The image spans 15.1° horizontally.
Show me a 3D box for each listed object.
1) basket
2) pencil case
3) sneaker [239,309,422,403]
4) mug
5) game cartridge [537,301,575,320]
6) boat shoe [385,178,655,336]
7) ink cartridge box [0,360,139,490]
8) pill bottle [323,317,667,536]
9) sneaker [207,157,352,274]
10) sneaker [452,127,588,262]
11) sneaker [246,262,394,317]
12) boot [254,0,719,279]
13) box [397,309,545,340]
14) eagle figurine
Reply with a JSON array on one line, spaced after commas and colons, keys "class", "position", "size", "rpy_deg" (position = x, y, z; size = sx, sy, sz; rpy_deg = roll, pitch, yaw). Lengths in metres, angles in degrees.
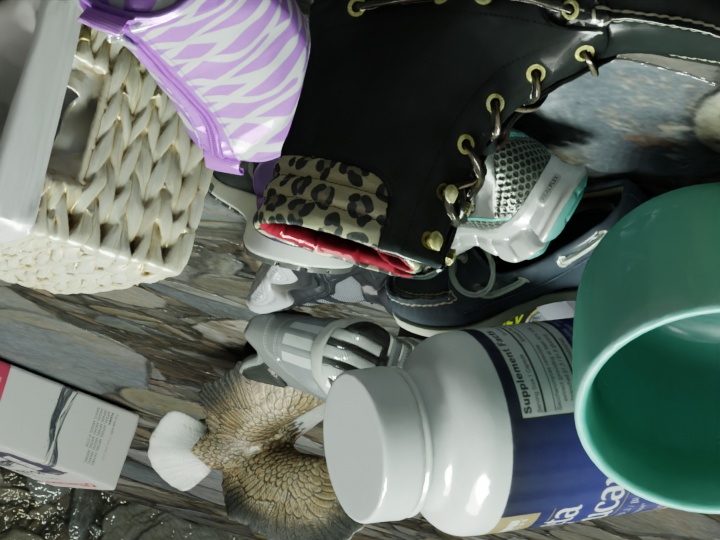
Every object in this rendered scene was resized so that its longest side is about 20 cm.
[{"class": "basket", "position": [-0.168, -0.062, 1.485], "size": [0.123, 0.136, 0.200], "rpy_deg": [20, 168, -24]}, {"class": "pencil case", "position": [-0.074, -0.114, 1.254], "size": [0.083, 0.086, 0.200], "rpy_deg": [11, 167, 19]}, {"class": "sneaker", "position": [-0.015, 0.063, 1.789], "size": [0.115, 0.075, 0.200], "rpy_deg": [15, 167, 28]}, {"class": "mug", "position": [0.200, 0.030, 1.376], "size": [0.184, 0.115, 0.153], "rpy_deg": [-4, 133, 7]}, {"class": "game cartridge", "position": [0.191, 0.035, 1.549], "size": [0.133, 0.042, 0.200], "rpy_deg": [44, 152, -21]}, {"class": "boat shoe", "position": [0.086, -0.010, 1.503], "size": [0.199, 0.075, 0.062], "rpy_deg": [-8, 138, 43]}, {"class": "ink cartridge box", "position": [-0.346, 0.151, 2.731], "size": [0.199, 0.085, 0.145], "rpy_deg": [24, 166, -29]}, {"class": "pill bottle", "position": [0.086, 0.085, 1.478], "size": [0.199, 0.112, 0.111], "rpy_deg": [-6, 176, -23]}, {"class": "sneaker", "position": [-0.033, -0.067, 1.464], "size": [0.075, 0.088, 0.200], "rpy_deg": [6, -165, -16]}, {"class": "sneaker", "position": [0.037, -0.053, 1.448], "size": [0.091, 0.078, 0.200], "rpy_deg": [40, 156, -21]}, {"class": "sneaker", "position": [0.000, 0.000, 1.662], "size": [0.113, 0.076, 0.200], "rpy_deg": [21, 164, -8]}, {"class": "boot", "position": [0.062, -0.066, 1.125], "size": [0.202, 0.155, 0.074], "rpy_deg": [13, 167, 15]}, {"class": "box", "position": [0.147, 0.072, 1.860], "size": [0.200, 0.044, 0.160], "rpy_deg": [28, 164, -39]}, {"class": "eagle figurine", "position": [-0.074, 0.142, 2.274], "size": [0.151, 0.151, 0.200], "rpy_deg": [32, 174, -18]}]
